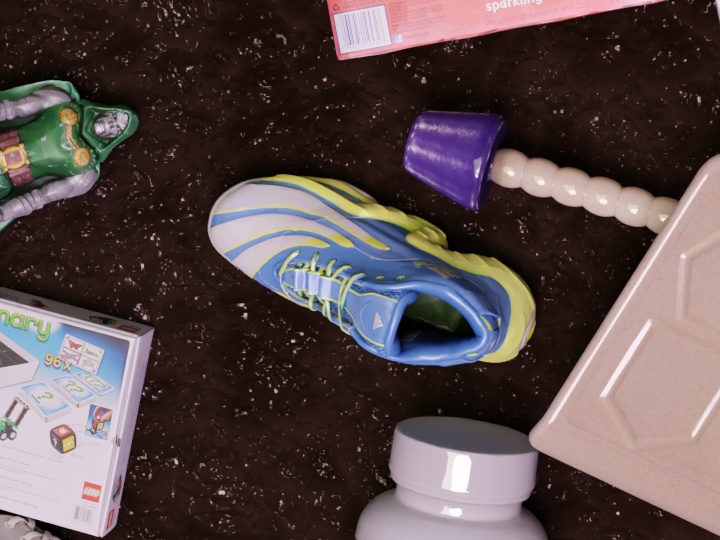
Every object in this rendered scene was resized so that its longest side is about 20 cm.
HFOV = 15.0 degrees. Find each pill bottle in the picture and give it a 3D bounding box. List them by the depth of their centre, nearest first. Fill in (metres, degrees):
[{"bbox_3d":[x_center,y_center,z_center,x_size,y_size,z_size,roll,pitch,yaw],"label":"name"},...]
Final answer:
[{"bbox_3d":[0.047,0.189,1.548,0.112,0.112,0.201,9,100,12],"label":"pill bottle"}]

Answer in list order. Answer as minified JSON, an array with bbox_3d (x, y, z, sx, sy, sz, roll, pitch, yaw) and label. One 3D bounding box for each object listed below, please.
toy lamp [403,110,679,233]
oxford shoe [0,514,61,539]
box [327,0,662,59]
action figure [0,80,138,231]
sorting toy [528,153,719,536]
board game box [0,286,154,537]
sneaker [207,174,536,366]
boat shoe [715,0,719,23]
[{"bbox_3d":[0.122,-0.044,1.525,0.199,0.058,0.058,18,102,11],"label":"toy lamp"},{"bbox_3d":[-0.196,0.179,1.630,0.199,0.075,0.058,19,88,11],"label":"oxford shoe"},{"bbox_3d":[0.082,-0.183,1.493,0.199,0.095,0.103,-10,96,15],"label":"box"},{"bbox_3d":[-0.223,-0.058,1.584,0.199,0.055,0.119,-21,98,-9],"label":"action figure"},{"bbox_3d":[0.213,0.048,1.494,0.185,0.037,0.200,26,108,-23],"label":"sorting toy"},{"bbox_3d":[-0.231,0.072,1.639,0.199,0.035,0.127,15,102,11],"label":"board game box"},{"bbox_3d":[0.000,0.000,1.535,0.199,0.105,0.076,17,102,10],"label":"sneaker"},{"bbox_3d":[0.214,-0.206,1.477,0.065,0.074,0.201,-10,106,10],"label":"boat shoe"}]
